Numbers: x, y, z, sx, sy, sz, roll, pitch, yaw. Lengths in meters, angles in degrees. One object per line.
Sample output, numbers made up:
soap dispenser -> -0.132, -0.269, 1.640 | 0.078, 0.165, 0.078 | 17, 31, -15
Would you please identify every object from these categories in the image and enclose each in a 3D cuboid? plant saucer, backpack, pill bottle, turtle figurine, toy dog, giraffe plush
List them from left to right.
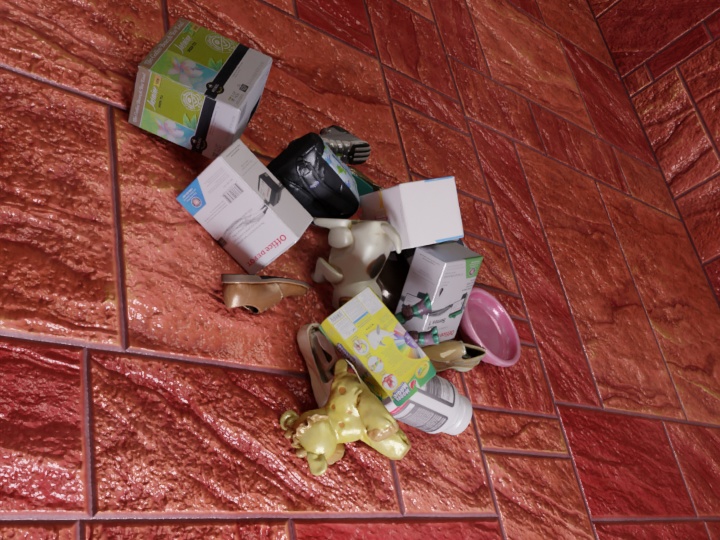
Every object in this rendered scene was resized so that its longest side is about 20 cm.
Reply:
backpack -> -0.086, -0.174, 1.686 | 0.200, 0.163, 0.154 | 43, 22, -27
giraffe plush -> -0.037, 0.266, 1.404 | 0.200, 0.162, 0.173 | 56, -8, -26
toy dog -> 0.000, 0.000, 1.631 | 0.139, 0.194, 0.200 | -6, 100, -64
turtle figurine -> 0.042, 0.112, 1.565 | 0.101, 0.200, 0.150 | 172, -95, -89
plant saucer -> 0.075, 0.002, 1.828 | 0.200, 0.029, 0.200 | 27, 45, -31
pill bottle -> 0.121, 0.252, 1.619 | 0.200, 0.111, 0.111 | 28, 44, -31
plant saucer -> 0.292, 0.138, 1.937 | 0.200, 0.051, 0.201 | 31, 40, -31

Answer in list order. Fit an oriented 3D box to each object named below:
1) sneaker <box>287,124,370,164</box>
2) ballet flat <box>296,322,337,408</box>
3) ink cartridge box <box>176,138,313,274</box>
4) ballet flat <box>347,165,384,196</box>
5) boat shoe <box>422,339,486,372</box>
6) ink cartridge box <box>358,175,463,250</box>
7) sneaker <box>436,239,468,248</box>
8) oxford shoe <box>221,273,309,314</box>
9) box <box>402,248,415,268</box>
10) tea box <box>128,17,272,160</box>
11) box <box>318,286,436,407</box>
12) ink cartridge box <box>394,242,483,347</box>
sneaker -> -0.086, -0.280, 1.848 | 0.200, 0.075, 0.116 | -2, 34, -31
ballet flat -> -0.060, 0.185, 1.508 | 0.069, 0.069, 0.200 | -8, 69, -50
ink cartridge box -> -0.208, -0.112, 1.504 | 0.200, 0.145, 0.084 | 47, 37, -11
ballet flat -> 0.025, -0.175, 1.891 | 0.200, 0.068, 0.072 | 34, 23, -20
boat shoe -> 0.193, 0.174, 1.785 | 0.200, 0.076, 0.072 | 5, 59, -46
ink cartridge box -> 0.095, -0.109, 1.686 | 0.128, 0.200, 0.125 | -12, 92, -26
sneaker -> 0.214, -0.061, 1.951 | 0.109, 0.070, 0.200 | 66, 16, 7
oxford shoe -> -0.173, 0.043, 1.508 | 0.200, 0.071, 0.071 | 2, 89, -47
box -> 0.137, -0.040, 1.870 | 0.143, 0.036, 0.200 | 66, 19, 14
tea box -> -0.296, -0.336, 1.545 | 0.196, 0.134, 0.200 | 22, 43, -4
box -> 0.033, 0.139, 1.472 | 0.117, 0.048, 0.200 | -36, 82, -32
ink cartridge box -> 0.157, 0.050, 1.731 | 0.084, 0.200, 0.146 | 30, 25, 34
